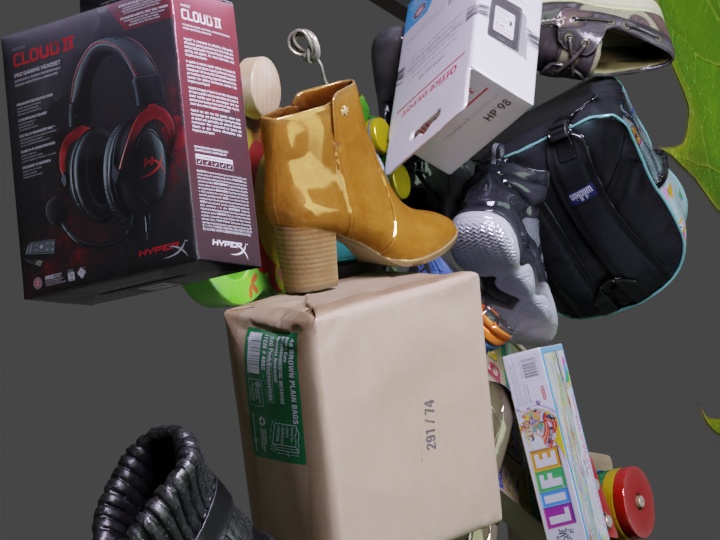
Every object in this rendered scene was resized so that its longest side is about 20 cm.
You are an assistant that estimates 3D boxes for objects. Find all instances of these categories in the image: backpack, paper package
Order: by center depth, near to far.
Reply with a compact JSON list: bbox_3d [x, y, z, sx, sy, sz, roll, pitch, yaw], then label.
[{"bbox_3d":[0.005,0.111,1.580,0.190,0.103,0.202,-15,103,-45],"label":"paper package"},{"bbox_3d":[0.208,-0.065,1.963,0.201,0.175,0.154,57,20,-17],"label":"backpack"}]

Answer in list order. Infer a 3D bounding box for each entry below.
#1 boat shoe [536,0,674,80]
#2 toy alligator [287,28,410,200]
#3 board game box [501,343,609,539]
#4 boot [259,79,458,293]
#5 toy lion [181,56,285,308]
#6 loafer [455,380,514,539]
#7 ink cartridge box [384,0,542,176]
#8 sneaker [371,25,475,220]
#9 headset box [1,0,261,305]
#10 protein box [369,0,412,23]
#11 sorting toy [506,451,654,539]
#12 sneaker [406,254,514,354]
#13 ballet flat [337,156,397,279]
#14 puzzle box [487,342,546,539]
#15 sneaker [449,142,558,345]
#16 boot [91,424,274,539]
[{"bbox_3d":[0.192,-0.202,1.878,0.198,0.074,0.065,-10,50,-25],"label":"boat shoe"},{"bbox_3d":[-0.005,-0.116,1.747,0.201,0.059,0.054,67,30,-19],"label":"toy alligator"},{"bbox_3d":[0.168,0.164,1.785,0.134,0.034,0.202,4,72,-77],"label":"board game box"},{"bbox_3d":[0.003,-0.073,1.610,0.200,0.070,0.145,-18,108,-48],"label":"boot"},{"bbox_3d":[-0.085,-0.046,1.597,0.193,0.068,0.201,66,32,-34],"label":"toy lion"},{"bbox_3d":[0.070,0.175,1.714,0.067,0.076,0.202,29,59,-33],"label":"loafer"},{"bbox_3d":[0.086,-0.162,1.735,0.066,0.116,0.201,28,48,-23],"label":"ink cartridge box"},{"bbox_3d":[0.051,-0.110,1.829,0.091,0.075,0.202,-33,107,-53],"label":"sneaker"},{"bbox_3d":[-0.153,-0.089,1.402,0.075,0.148,0.202,8,74,-58],"label":"headset box"},{"bbox_3d":[0.075,-0.335,1.883,0.199,0.134,0.200,23,60,-54],"label":"protein box"},{"bbox_3d":[0.214,0.261,1.969,0.199,0.069,0.201,14,67,-57],"label":"sorting toy"},{"bbox_3d":[0.061,0.037,1.745,0.075,0.078,0.200,48,1,-12],"label":"sneaker"},{"bbox_3d":[0.000,0.000,1.719,0.074,0.074,0.202,16,71,-56],"label":"ballet flat"},{"bbox_3d":[0.128,0.134,1.860,0.133,0.025,0.201,41,33,-40],"label":"puzzle box"},{"bbox_3d":[0.135,-0.023,1.836,0.200,0.075,0.115,62,38,-52],"label":"sneaker"},{"bbox_3d":[-0.116,0.225,1.416,0.158,0.079,0.212,56,26,-44],"label":"boot"}]
